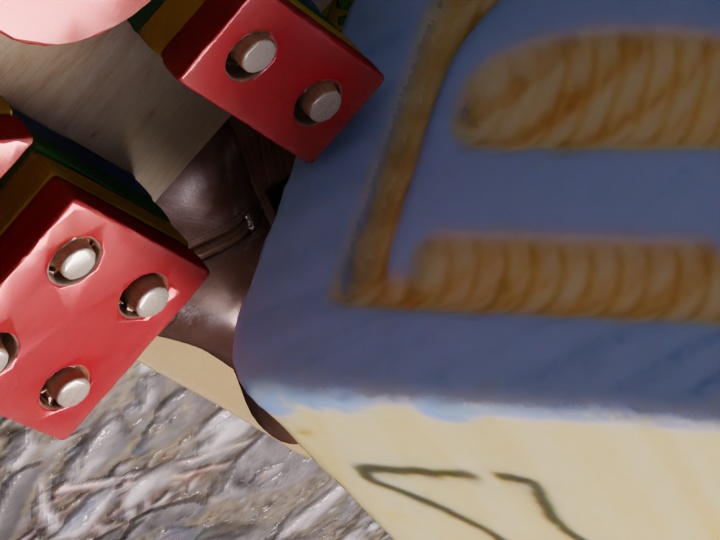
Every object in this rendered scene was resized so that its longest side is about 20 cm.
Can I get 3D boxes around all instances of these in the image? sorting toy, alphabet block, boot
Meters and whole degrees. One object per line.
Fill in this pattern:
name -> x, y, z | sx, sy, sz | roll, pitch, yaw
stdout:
sorting toy -> -0.097, -0.052, 0.711 | 0.200, 0.070, 0.199 | -48, 144, 8
alphabet block -> 0.107, 0.003, 0.801 | 0.200, 0.195, 0.197 | 50, 53, -48
boot -> -0.107, 0.032, 0.877 | 0.200, 0.064, 0.187 | -32, 131, -21

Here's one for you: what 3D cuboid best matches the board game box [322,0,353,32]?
board game box -> 0.057, -0.052, 0.940 | 0.200, 0.047, 0.102 | 5, 91, -57

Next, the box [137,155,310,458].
box -> 0.000, 0.000, 1.046 | 0.163, 0.021, 0.200 | -41, 156, 4
